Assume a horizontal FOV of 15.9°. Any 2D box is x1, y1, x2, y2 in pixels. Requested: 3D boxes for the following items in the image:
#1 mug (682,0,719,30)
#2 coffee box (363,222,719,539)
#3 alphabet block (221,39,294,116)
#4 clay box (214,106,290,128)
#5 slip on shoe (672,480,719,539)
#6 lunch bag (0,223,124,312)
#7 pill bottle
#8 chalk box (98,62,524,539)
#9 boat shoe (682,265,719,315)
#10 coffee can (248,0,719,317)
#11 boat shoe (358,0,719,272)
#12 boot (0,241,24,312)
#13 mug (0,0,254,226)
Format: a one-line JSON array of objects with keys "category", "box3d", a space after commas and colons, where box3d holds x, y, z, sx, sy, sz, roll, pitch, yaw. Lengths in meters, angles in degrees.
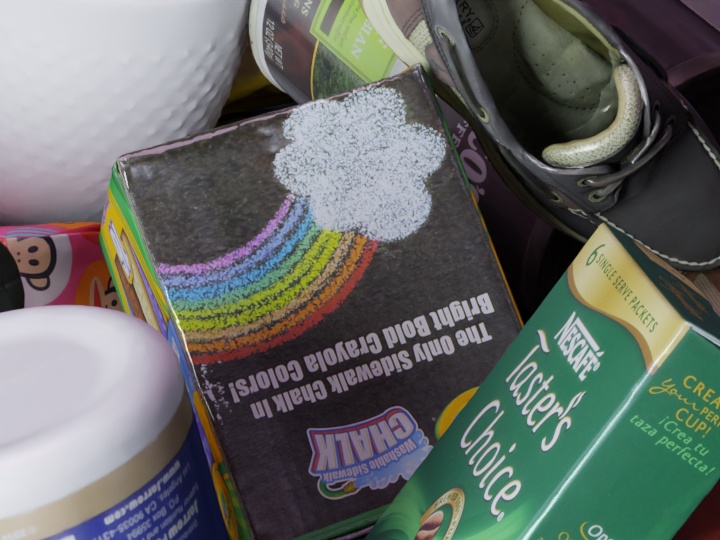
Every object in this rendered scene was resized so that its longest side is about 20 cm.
[{"category": "mug", "box3d": [0.154, -0.108, 1.210, 0.186, 0.153, 0.149, -15, 25, 0]}, {"category": "coffee box", "box3d": [0.047, 0.086, 0.834, 0.200, 0.044, 0.123, -53, 15, 10]}, {"category": "alphabet block", "box3d": [-0.015, -0.200, 1.354, 0.196, 0.200, 0.195, -13, -1, -20]}, {"category": "clay box", "box3d": [-0.059, -0.025, 1.278, 0.115, 0.048, 0.200, -3, 26, 29]}, {"category": "slip on shoe", "box3d": [0.110, 0.100, 0.830, 0.074, 0.061, 0.200, 8, 50, 31]}, {"category": "lunch bag", "box3d": [-0.187, 0.020, 1.118, 0.200, 0.082, 0.176, -6, -3, 26]}, {"category": "pill bottle", "box3d": [-0.089, 0.122, 0.793, 0.116, 0.200, 0.116, -11, 25, 5]}, {"category": "chalk box", "box3d": [-0.007, 0.046, 0.964, 0.125, 0.200, 0.124, -18, -8, -11]}, {"category": "boat shoe", "box3d": [0.145, 0.052, 0.978, 0.072, 0.076, 0.200, -21, 19, 9]}, {"category": "coffee can", "box3d": [0.068, -0.082, 1.124, 0.146, 0.147, 0.200, -28, 53, -27]}, {"category": "boat shoe", "box3d": [0.080, -0.057, 0.961, 0.072, 0.201, 0.066, -48, 28, 1]}, {"category": "boot", "box3d": [-0.243, 0.037, 0.956, 0.154, 0.074, 0.204, 23, 50, 40]}, {"category": "mug", "box3d": [-0.124, -0.120, 1.219, 0.147, 0.176, 0.200, 19, 42, -1]}]
